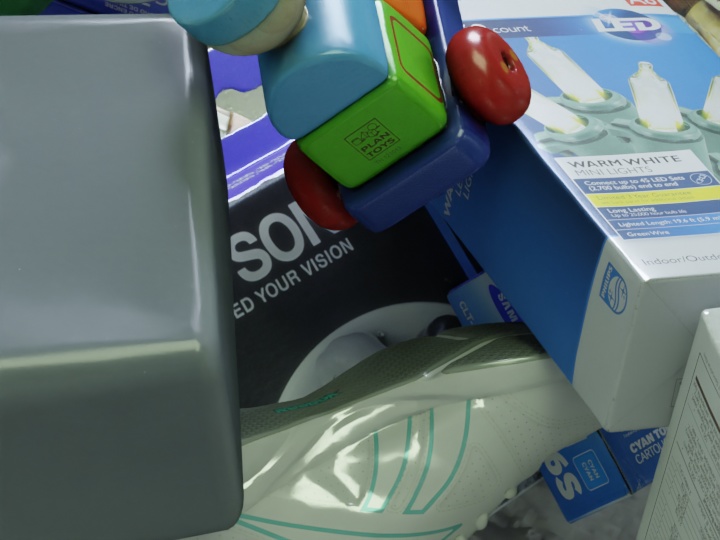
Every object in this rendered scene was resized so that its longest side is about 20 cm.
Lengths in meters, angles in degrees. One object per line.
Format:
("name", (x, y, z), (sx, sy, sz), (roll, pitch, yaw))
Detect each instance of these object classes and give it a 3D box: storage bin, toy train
("storage bin", (-0.108, -0.003, 0.913), (0.134, 0.146, 0.200), (-7, 46, 0))
("toy train", (-0.019, -0.118, 0.982), (0.116, 0.085, 0.200), (39, 29, -39))

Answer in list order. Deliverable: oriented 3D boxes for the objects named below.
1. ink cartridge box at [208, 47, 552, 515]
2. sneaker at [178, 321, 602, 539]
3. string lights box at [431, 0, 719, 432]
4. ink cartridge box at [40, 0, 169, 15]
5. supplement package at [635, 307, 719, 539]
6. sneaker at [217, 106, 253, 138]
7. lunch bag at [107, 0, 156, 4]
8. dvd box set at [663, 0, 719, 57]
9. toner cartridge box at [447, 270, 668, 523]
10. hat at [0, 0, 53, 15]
("ink cartridge box", (0.000, 0.000, 1.062), (0.198, 0.043, 0.200), (-31, 88, -34))
("sneaker", (0.010, 0.071, 0.976), (0.200, 0.081, 0.070), (-19, 10, -12))
("string lights box", (0.088, -0.028, 0.990), (0.102, 0.059, 0.200), (-4, 33, -24))
("ink cartridge box", (-0.096, -0.161, 1.286), (0.119, 0.042, 0.200), (22, 46, 13))
("supplement package", (0.177, 0.124, 0.918), (0.151, 0.200, 0.151), (-7, 46, -17))
("sneaker", (-0.123, -0.030, 1.125), (0.200, 0.067, 0.090), (20, 44, 19))
("lunch bag", (-0.083, -0.197, 1.244), (0.160, 0.076, 0.200), (-15, 46, -20))
("dvd box set", (0.132, -0.079, 1.181), (0.200, 0.029, 0.146), (46, 48, -5))
("toner cartridge box", (0.133, 0.007, 1.087), (0.200, 0.043, 0.095), (-27, 86, -36))
("hat", (-0.146, -0.195, 1.197), (0.165, 0.201, 0.176), (-15, 4, 21))
